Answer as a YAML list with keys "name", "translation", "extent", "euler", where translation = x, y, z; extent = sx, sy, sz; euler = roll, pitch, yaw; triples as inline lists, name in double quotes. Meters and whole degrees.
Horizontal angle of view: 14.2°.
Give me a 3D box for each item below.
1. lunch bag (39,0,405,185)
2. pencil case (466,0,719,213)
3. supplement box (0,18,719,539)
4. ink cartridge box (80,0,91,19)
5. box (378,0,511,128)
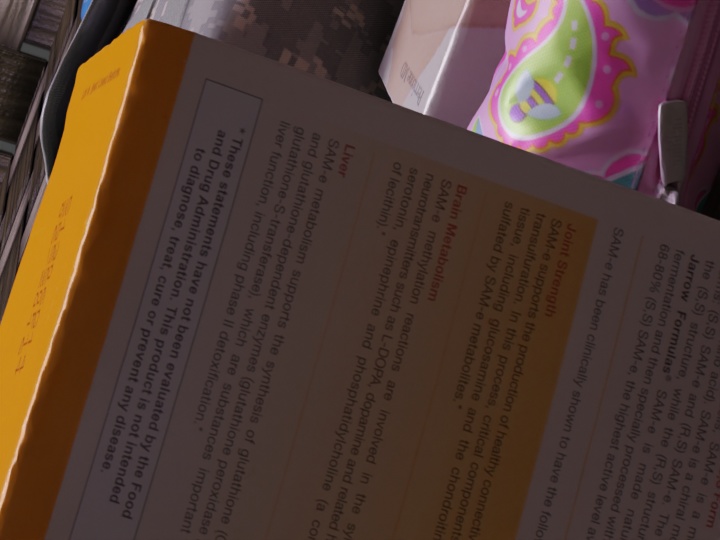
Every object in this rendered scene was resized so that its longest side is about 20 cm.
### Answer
- name: "lunch bag"
  translation: [-0.037, -0.089, 1.078]
  extent: [0.200, 0.117, 0.164]
  euler: [-20, 39, 59]
- name: "pencil case"
  translation: [0.088, -0.093, 0.820]
  extent: [0.087, 0.087, 0.201]
  euler: [-133, 61, -76]
- name: "supplement box"
  translation: [0.017, 0.037, 0.667]
  extent: [0.073, 0.199, 0.127]
  euler: [162, 126, -71]
- name: "ink cartridge box"
  translation: [-0.039, -0.134, 1.298]
  extent: [0.200, 0.144, 0.085]
  euler: [-169, 95, -79]
- name: "box"
  translation: [0.079, -0.131, 0.919]
  extent: [0.095, 0.077, 0.201]
  euler: [-115, 44, -72]
